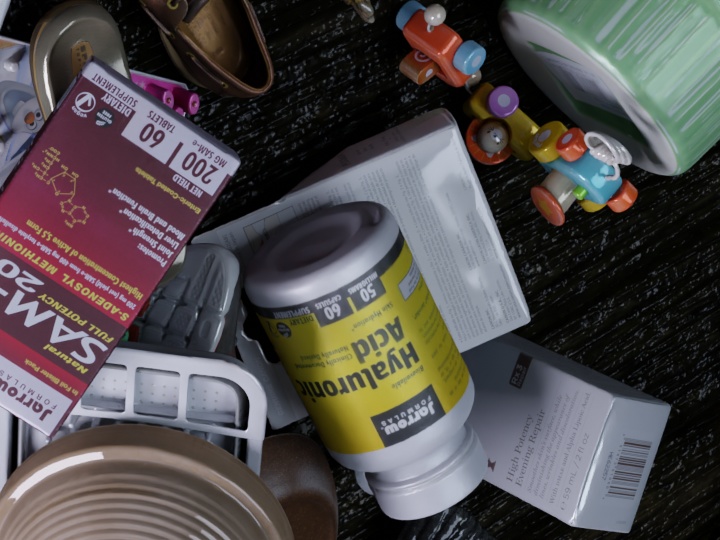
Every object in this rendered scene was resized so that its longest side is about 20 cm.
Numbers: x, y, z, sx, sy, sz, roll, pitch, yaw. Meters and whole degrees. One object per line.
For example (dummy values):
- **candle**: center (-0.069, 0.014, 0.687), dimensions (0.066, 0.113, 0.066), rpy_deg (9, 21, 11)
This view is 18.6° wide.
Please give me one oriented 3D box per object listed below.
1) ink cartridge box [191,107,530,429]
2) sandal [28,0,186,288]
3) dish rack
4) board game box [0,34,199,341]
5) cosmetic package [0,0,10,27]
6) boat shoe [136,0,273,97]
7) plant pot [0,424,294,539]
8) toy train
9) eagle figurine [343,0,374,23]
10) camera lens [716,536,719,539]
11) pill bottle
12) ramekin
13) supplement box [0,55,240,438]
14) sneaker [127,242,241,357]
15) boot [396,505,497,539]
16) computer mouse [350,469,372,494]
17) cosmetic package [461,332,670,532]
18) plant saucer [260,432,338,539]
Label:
- **ink cartridge box**: center (0.000, 0.000, 1.528), dimensions (0.200, 0.050, 0.161), rpy_deg (-23, 111, -1)
- **sandal**: center (-0.150, -0.070, 1.352), dimensions (0.080, 0.054, 0.200), rpy_deg (-31, 124, -30)
- **dish rack**: center (-0.149, 0.125, 1.406), dimensions (0.171, 0.044, 0.200), rpy_deg (7, 120, -1)
- **board game box**: center (-0.204, -0.038, 1.372), dimensions (0.200, 0.026, 0.200), rpy_deg (11, 98, -43)
- **cosmetic package**: center (-0.261, -0.167, 1.236), dimensions (0.113, 0.081, 0.200), rpy_deg (19, 91, -44)
- **boat shoe**: center (-0.110, -0.186, 1.366), dimensions (0.072, 0.068, 0.200), rpy_deg (-43, 129, -11)
- **plant pot**: center (-0.143, 0.204, 1.376), dimensions (0.200, 0.093, 0.201), rpy_deg (2, 122, 3)
- **toy train**: center (0.101, -0.101, 1.532), dimensions (0.056, 0.200, 0.150), rpy_deg (-49, 157, -5)
- **eagle figurine**: center (0.015, -0.243, 1.365), dimensions (0.151, 0.151, 0.200), rpy_deg (-12, 152, -37)
- **camera lens**: center (0.392, 0.320, 1.950), dimensions (0.200, 0.160, 0.160), rpy_deg (35, 82, -44)
- **pill bottle**: center (0.010, 0.064, 1.468), dimensions (0.111, 0.111, 0.200), rpy_deg (-38, 115, -25)
- **ramekin**: center (0.192, -0.160, 1.568), dimensions (0.098, 0.200, 0.200), rpy_deg (-47, 132, -7)
- **supplement box**: center (-0.171, -0.015, 1.298), dimensions (0.109, 0.061, 0.200), rpy_deg (33, 94, -11)
- **sneaker**: center (-0.112, 0.072, 1.473), dimensions (0.082, 0.077, 0.200), rpy_deg (-4, 120, -49)
- **boot**: center (0.028, 0.235, 1.616), dimensions (0.158, 0.079, 0.211), rpy_deg (-53, 165, -8)
- **computer mouse**: center (0.017, 0.063, 1.600), dimensions (0.110, 0.044, 0.201), rpy_deg (5, 97, -47)
- **cosmetic package**: center (0.121, 0.108, 1.598), dimensions (0.074, 0.200, 0.102), rpy_deg (13, 96, -44)
- **plant saucer**: center (-0.077, 0.211, 1.540), dimensions (0.200, 0.037, 0.201), rpy_deg (-36, 142, -35)
